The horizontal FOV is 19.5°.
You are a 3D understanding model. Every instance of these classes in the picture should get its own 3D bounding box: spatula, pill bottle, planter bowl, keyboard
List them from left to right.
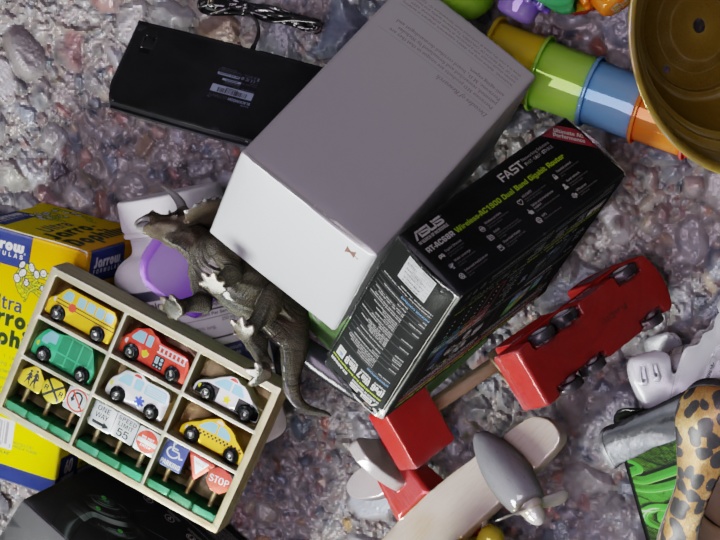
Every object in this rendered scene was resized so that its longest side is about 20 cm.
[{"bbox_3d":[-0.128,0.038,1.615,0.111,0.111,0.201,-9,95,23],"label":"pill bottle"},{"bbox_3d":[-0.086,-0.153,1.589,0.199,0.021,0.128,17,72,18],"label":"keyboard"},{"bbox_3d":[-0.074,0.037,1.543,0.200,0.021,0.057,34,82,10],"label":"spatula"},{"bbox_3d":[0.248,-0.166,1.422,0.083,0.199,0.202,-164,73,-65],"label":"planter bowl"}]

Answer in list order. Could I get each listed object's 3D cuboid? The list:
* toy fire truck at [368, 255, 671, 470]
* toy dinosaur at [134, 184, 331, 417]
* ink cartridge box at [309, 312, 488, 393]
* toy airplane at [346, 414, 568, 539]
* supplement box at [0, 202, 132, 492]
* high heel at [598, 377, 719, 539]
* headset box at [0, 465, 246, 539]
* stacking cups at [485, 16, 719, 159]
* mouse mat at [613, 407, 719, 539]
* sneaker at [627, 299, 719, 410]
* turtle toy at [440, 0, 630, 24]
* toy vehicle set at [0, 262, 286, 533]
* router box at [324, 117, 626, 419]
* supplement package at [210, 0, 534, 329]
[{"bbox_3d":[0.116,0.065,1.503,0.141,0.200,0.049,-21,102,56],"label":"toy fire truck"},{"bbox_3d":[-0.077,0.017,1.495,0.200,0.102,0.077,40,131,-4],"label":"toy dinosaur"},{"bbox_3d":[0.000,0.000,1.555,0.200,0.104,0.059,44,149,9],"label":"ink cartridge box"},{"bbox_3d":[0.058,0.200,1.551,0.198,0.141,0.201,4,101,22],"label":"toy airplane"},{"bbox_3d":[-0.250,0.060,1.668,0.109,0.109,0.201,15,104,19],"label":"supplement box"},{"bbox_3d":[0.263,0.169,1.436,0.200,0.071,0.142,54,139,-5],"label":"high heel"},{"bbox_3d":[-0.177,0.243,1.621,0.174,0.200,0.093,39,110,11],"label":"headset box"},{"bbox_3d":[0.181,-0.124,1.492,0.199,0.060,0.061,20,106,17],"label":"stacking cups"},{"bbox_3d":[0.284,0.163,1.479,0.199,0.008,0.162,0,124,31],"label":"mouse mat"},{"bbox_3d":[0.253,0.045,1.481,0.114,0.075,0.201,10,106,17],"label":"sneaker"},{"bbox_3d":[0.124,-0.227,1.466,0.199,0.146,0.101,-2,128,23],"label":"turtle toy"},{"bbox_3d":[-0.163,0.094,1.561,0.199,0.027,0.125,27,105,12],"label":"toy vehicle set"},{"bbox_3d":[0.079,-0.003,1.452,0.062,0.200,0.150,44,139,13],"label":"router box"},{"bbox_3d":[0.008,-0.081,1.456,0.117,0.200,0.117,38,149,5],"label":"supplement package"}]
